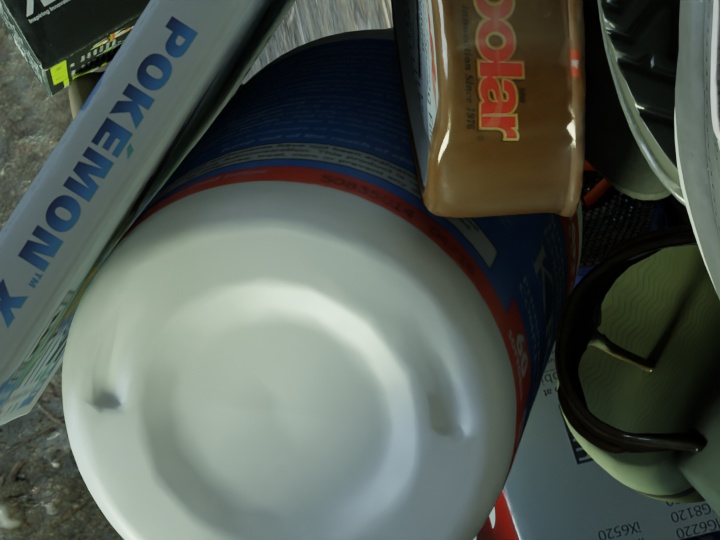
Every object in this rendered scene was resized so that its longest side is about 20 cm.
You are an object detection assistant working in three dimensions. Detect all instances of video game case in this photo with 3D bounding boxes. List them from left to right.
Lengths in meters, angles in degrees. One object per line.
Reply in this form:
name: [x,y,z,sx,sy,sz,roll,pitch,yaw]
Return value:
video game case: [-0.053,-0.039,0.754,0.022,0.182,0.200,33,178,-1]

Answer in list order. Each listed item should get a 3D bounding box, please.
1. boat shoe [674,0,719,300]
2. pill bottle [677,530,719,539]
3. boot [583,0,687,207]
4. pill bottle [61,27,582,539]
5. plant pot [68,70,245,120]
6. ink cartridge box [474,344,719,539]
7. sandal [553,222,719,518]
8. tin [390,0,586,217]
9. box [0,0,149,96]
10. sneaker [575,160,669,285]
boat shoe: [0.092,-0.051,0.538,0.057,0.067,0.200,-107,8,-78]
pill bottle: [0.048,0.128,0.691,0.111,0.200,0.111,167,90,-84]
boot: [0.072,-0.062,0.692,0.200,0.072,0.182,106,164,-66]
pill bottle: [0.000,0.000,0.767,0.200,0.112,0.112,-62,-37,-66]
plant pot: [0.001,0.011,1.044,0.200,0.174,0.200,168,90,-84]
ink cartridge box: [0.089,0.130,0.897,0.200,0.084,0.176,88,167,-64]
sandal: [0.081,0.017,0.699,0.080,0.057,0.201,-65,9,-1]
tin: [0.026,-0.085,0.695,0.200,0.042,0.112,-97,-1,-65]
box: [-0.038,-0.129,1.014,0.048,0.193,0.200,62,176,-4]
sneaker: [0.051,-0.052,0.930,0.200,0.075,0.079,-112,14,-50]
